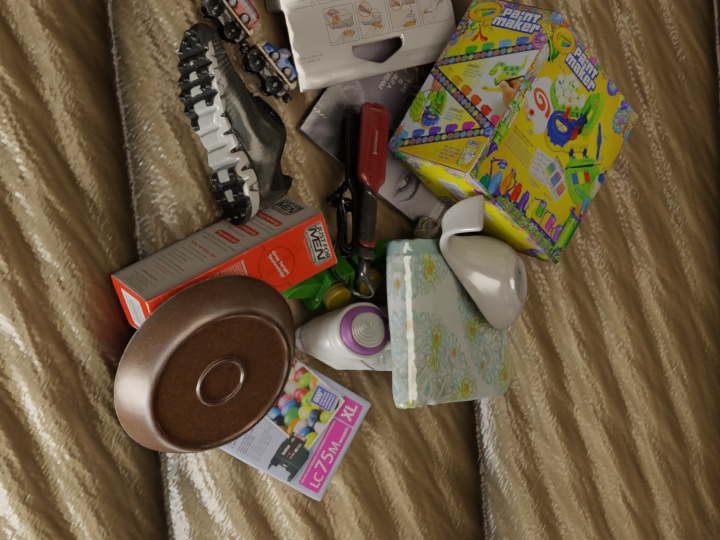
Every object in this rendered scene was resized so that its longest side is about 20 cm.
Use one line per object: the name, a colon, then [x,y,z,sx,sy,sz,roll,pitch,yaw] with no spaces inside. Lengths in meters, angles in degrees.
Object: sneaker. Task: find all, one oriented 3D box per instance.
sneaker: [0.014,0.070,1.547,0.199,0.099,0.076,13,70,-48]
sneaker: [-0.122,-0.152,1.455,0.090,0.066,0.202,-22,98,-39]

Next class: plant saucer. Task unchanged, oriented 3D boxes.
plant saucer: [-0.141,0.100,1.400,0.199,0.034,0.202,-20,129,-27]

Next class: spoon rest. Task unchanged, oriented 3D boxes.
spoon rest: [0.128,-0.010,1.520,0.200,0.060,0.100,55,36,-54]

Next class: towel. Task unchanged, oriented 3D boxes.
towel: [0.094,0.054,1.534,0.199,0.048,0.173,2,82,-55]

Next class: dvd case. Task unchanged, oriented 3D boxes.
dvd case: [0.045,-0.153,1.562,0.200,0.016,0.149,38,79,-25]

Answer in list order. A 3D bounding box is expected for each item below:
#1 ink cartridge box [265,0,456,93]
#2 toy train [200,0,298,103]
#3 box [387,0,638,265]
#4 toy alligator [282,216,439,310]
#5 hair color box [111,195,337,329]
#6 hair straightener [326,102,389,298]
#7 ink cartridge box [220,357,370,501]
ink cartridge box: [-0.002,-0.291,1.507,0.199,0.045,0.178,-16,102,-24]
toy train: [-0.126,-0.252,1.440,0.046,0.034,0.200,-41,102,-16]
box: [0.166,-0.146,1.531,0.200,0.122,0.193,40,77,-45]
toy alligator: [0.000,0.000,1.541,0.199,0.059,0.054,-24,150,-27]
hair color box: [-0.134,-0.002,1.438,0.199,0.101,0.062,-28,117,-20]
hair straightener: [-0.002,-0.068,1.500,0.041,0.077,0.202,6,75,-31]
ink cartridge box: [-0.096,0.144,1.514,0.199,0.042,0.120,32,81,-24]
